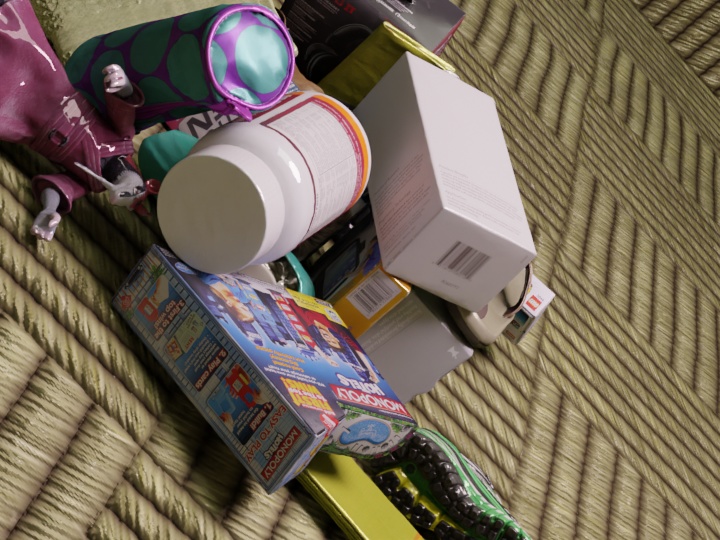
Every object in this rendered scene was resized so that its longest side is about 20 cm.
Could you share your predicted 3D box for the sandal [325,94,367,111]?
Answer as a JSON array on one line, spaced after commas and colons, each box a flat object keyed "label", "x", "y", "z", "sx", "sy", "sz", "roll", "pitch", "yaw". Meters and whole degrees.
[{"label": "sandal", "x": 0.025, "y": -0.129, "z": 1.719, "sx": 0.200, "sy": 0.045, "sz": 0.075, "roll": 12, "pitch": 42, "yaw": -56}]

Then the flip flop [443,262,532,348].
[{"label": "flip flop", "x": 0.120, "y": 0.003, "z": 1.656, "sx": 0.081, "sy": 0.057, "sz": 0.200, "roll": 49, "pitch": 23, "yaw": -6}]

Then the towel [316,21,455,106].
[{"label": "towel", "x": 0.000, "y": -0.158, "z": 1.783, "sx": 0.086, "sy": 0.200, "sz": 0.018, "roll": 31, "pitch": 51, "yaw": -19}]

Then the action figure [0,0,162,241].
[{"label": "action figure", "x": -0.233, "y": -0.106, "z": 1.427, "sx": 0.200, "sy": 0.134, "sz": 0.149, "roll": 42, "pitch": -4, "yaw": -15}]

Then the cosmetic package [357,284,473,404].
[{"label": "cosmetic package", "x": 0.045, "y": 0.032, "z": 1.683, "sx": 0.090, "sy": 0.107, "sz": 0.200, "roll": 48, "pitch": 20, "yaw": -11}]

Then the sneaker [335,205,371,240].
[{"label": "sneaker", "x": -0.028, "y": -0.097, "z": 1.788, "sx": 0.200, "sy": 0.075, "sz": 0.079, "roll": 42, "pitch": 20, "yaw": -15}]

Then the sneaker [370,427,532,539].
[{"label": "sneaker", "x": 0.098, "y": 0.204, "z": 1.547, "sx": 0.200, "sy": 0.078, "sz": 0.085, "roll": 53, "pitch": 22, "yaw": 9}]

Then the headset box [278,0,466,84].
[{"label": "headset box", "x": -0.002, "y": -0.223, "z": 1.810, "sx": 0.149, "sy": 0.200, "sz": 0.077, "roll": 38, "pitch": 52, "yaw": 2}]

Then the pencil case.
[{"label": "pencil case", "x": -0.142, "y": -0.150, "z": 1.453, "sx": 0.085, "sy": 0.199, "sz": 0.093, "roll": 31, "pitch": 66, "yaw": -36}]

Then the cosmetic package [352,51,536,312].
[{"label": "cosmetic package", "x": 0.068, "y": -0.076, "z": 1.587, "sx": 0.107, "sy": 0.085, "sz": 0.201, "roll": 25, "pitch": 34, "yaw": -29}]

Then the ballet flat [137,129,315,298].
[{"label": "ballet flat", "x": -0.108, "y": -0.036, "z": 1.543, "sx": 0.200, "sy": 0.067, "sz": 0.070, "roll": 50, "pitch": 3, "yaw": -3}]

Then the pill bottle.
[{"label": "pill bottle", "x": -0.074, "y": -0.068, "z": 1.459, "sx": 0.110, "sy": 0.109, "sz": 0.200, "roll": 50, "pitch": 27, "yaw": 1}]

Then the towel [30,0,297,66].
[{"label": "towel", "x": -0.166, "y": -0.204, "z": 1.603, "sx": 0.199, "sy": 0.037, "sz": 0.149, "roll": -17, "pitch": 61, "yaw": -17}]

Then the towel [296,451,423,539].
[{"label": "towel", "x": 0.013, "y": 0.201, "z": 1.460, "sx": 0.200, "sy": 0.018, "sz": 0.086, "roll": 49, "pitch": 18, "yaw": 1}]

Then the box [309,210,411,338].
[{"label": "box", "x": 0.000, "y": 0.000, "z": 1.632, "sx": 0.041, "sy": 0.119, "sz": 0.200, "roll": 43, "pitch": 23, "yaw": -14}]

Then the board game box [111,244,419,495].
[{"label": "board game box", "x": -0.059, "y": 0.086, "z": 1.402, "sx": 0.199, "sy": 0.062, "sz": 0.200, "roll": 20, "pitch": 26, "yaw": -45}]

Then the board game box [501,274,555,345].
[{"label": "board game box", "x": 0.096, "y": -0.018, "z": 1.832, "sx": 0.200, "sy": 0.035, "sz": 0.126, "roll": 43, "pitch": -13, "yaw": 7}]

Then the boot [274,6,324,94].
[{"label": "boot", "x": -0.090, "y": -0.208, "z": 1.754, "sx": 0.200, "sy": 0.076, "sz": 0.074, "roll": 39, "pitch": 2, "yaw": 38}]

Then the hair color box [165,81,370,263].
[{"label": "hair color box", "x": -0.084, "y": -0.110, "z": 1.671, "sx": 0.200, "sy": 0.100, "sz": 0.061, "roll": 50, "pitch": 21, "yaw": 0}]
